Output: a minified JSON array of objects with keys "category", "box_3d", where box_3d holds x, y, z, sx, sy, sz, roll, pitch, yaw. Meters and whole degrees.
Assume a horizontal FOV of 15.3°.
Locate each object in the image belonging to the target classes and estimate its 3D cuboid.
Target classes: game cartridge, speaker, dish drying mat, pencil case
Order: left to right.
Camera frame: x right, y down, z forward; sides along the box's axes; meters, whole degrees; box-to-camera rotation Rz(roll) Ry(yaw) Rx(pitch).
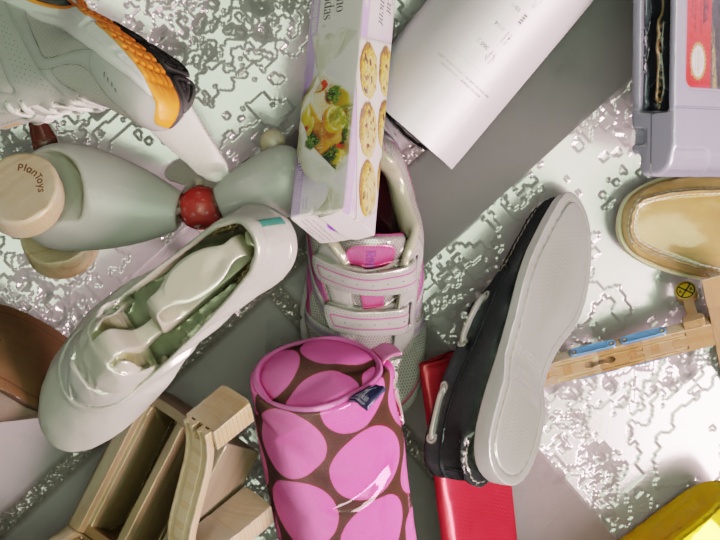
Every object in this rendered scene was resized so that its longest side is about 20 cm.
[{"category":"pencil case","box_3d":[-0.007,0.141,1.658,0.093,0.091,0.201,-23,124,-24]},{"category":"dish drying mat","box_3d":[0.071,0.149,1.705,0.018,0.077,0.202,0,101,35]},{"category":"speaker","box_3d":[0.088,-0.161,1.648,0.081,0.081,0.200,39,93,-10]},{"category":"game cartridge","box_3d":[0.217,-0.158,1.646,0.041,0.133,0.202,2,93,38]}]

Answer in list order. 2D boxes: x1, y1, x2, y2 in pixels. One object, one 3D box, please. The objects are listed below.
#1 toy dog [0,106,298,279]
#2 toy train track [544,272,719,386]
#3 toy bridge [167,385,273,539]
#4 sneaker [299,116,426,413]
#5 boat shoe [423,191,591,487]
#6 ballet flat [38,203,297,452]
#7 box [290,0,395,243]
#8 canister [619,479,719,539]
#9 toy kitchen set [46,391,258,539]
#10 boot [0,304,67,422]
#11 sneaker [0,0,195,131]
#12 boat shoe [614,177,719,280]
[{"category":"toy dog","box_3d":[-0.134,-0.062,1.633,0.198,0.132,0.097,-1,67,-14]},{"category":"toy train track","box_3d":[0.190,0.036,1.707,0.198,0.033,0.115,-14,140,5]},{"category":"toy bridge","box_3d":[-0.085,0.161,1.640,0.067,0.027,0.201,-38,142,-28]},{"category":"sneaker","box_3d":[0.000,0.000,1.658,0.081,0.088,0.202,-10,100,-5]},{"category":"boat shoe","box_3d":[0.089,0.039,1.664,0.076,0.060,0.201,51,50,-41]},{"category":"ballet flat","box_3d":[-0.124,0.030,1.577,0.200,0.069,0.070,-40,101,10]},{"category":"box","box_3d":[-0.008,-0.115,1.611,0.038,0.041,0.202,-7,63,27]},{"category":"canister","box_3d":[0.234,0.254,1.725,0.148,0.087,0.201,-36,99,0]},{"category":"toy kitchen set","box_3d":[-0.211,0.138,1.628,0.163,0.200,0.181,31,95,32]},{"category":"boot","box_3d":[-0.272,0.082,1.644,0.146,0.071,0.199,-36,145,27]},{"category":"sneaker","box_3d":[-0.176,-0.113,1.586,0.076,0.200,0.092,25,97,-48]},{"category":"boat shoe","box_3d":[0.262,-0.025,1.690,0.198,0.076,0.072,1,99,-6]}]
